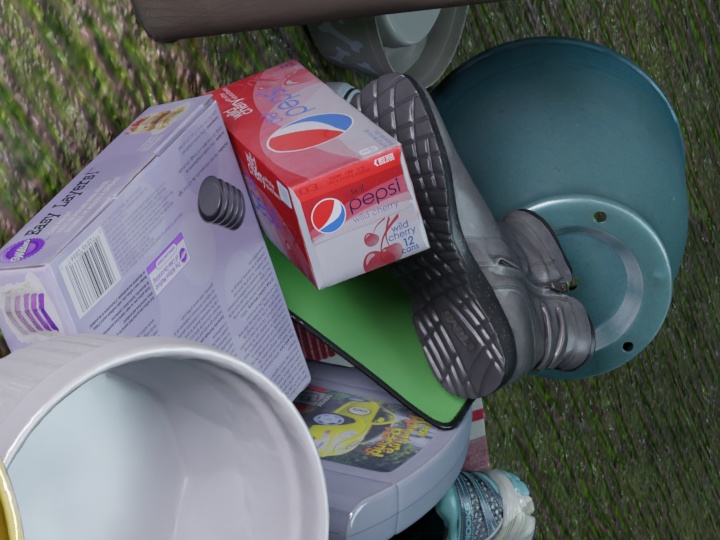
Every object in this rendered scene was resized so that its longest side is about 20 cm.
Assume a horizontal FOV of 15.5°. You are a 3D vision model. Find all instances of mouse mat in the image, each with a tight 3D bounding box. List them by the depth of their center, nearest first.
[{"bbox_3d":[0.000,0.000,1.578,0.008,0.200,0.161,-53,179,35],"label":"mouse mat"}]

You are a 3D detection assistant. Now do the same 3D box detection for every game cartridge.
[{"bbox_3d":[-0.013,0.105,1.524,0.200,0.132,0.041,-41,141,-61],"label":"game cartridge"}]

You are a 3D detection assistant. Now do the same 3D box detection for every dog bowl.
[{"bbox_3d":[0.016,-0.219,1.716,0.200,0.058,0.202,4,90,-69],"label":"dog bowl"}]

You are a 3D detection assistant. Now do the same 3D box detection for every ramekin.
[{"bbox_3d":[-0.124,0.124,1.272,0.199,0.105,0.202,-8,104,-35],"label":"ramekin"}]

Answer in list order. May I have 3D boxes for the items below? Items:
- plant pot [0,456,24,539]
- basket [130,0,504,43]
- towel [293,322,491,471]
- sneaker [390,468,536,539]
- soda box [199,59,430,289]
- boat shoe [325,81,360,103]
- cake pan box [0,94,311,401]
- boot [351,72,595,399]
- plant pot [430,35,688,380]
[{"bbox_3d":[-0.226,0.123,1.032,0.142,0.199,0.201,112,-14,-80],"label":"plant pot"},{"bbox_3d":[-0.010,-0.209,1.465,0.136,0.199,0.181,59,39,-55],"label":"basket"},{"bbox_3d":[0.007,0.068,1.682,0.143,0.023,0.201,-18,117,-20],"label":"towel"},{"bbox_3d":[0.022,0.200,1.716,0.086,0.078,0.200,17,118,-42],"label":"sneaker"},{"bbox_3d":[-0.030,-0.057,1.464,0.200,0.070,0.064,-137,-153,-64],"label":"soda box"},{"bbox_3d":[0.007,-0.024,1.707,0.072,0.070,0.201,-43,132,-60],"label":"boat shoe"},{"bbox_3d":[-0.109,0.033,1.405,0.200,0.052,0.185,-53,129,-50],"label":"cake pan box"},{"bbox_3d":[0.065,-0.024,1.574,0.131,0.070,0.201,-17,90,-57],"label":"boot"},{"bbox_3d":[0.130,-0.027,1.769,0.188,0.199,0.201,-93,175,-62],"label":"plant pot"}]
